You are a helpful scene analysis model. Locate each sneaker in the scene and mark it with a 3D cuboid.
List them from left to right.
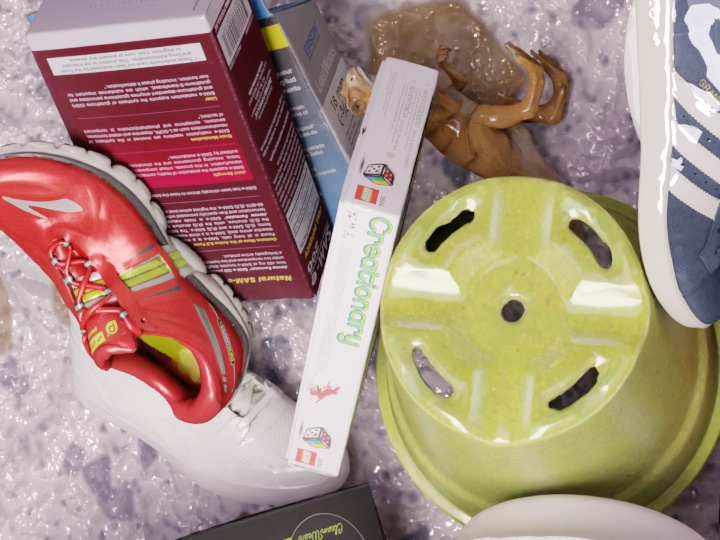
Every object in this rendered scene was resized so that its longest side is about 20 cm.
[{"bbox_3d":[-0.135,0.009,1.167,0.077,0.085,0.200,-29,120,35],"label":"sneaker"},{"bbox_3d":[-0.098,0.062,1.282,0.199,0.074,0.116,22,140,22],"label":"sneaker"},{"bbox_3d":[0.176,-0.062,0.987,0.084,0.075,0.201,5,120,22],"label":"sneaker"}]

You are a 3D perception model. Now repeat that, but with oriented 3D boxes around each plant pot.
[{"bbox_3d":[0.090,0.035,1.099,0.199,0.184,0.202,-2,77,10],"label":"plant pot"}]

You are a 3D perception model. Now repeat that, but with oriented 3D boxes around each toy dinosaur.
[{"bbox_3d":[0.083,-0.072,1.233,0.199,0.060,0.106,34,105,-5],"label":"toy dinosaur"}]

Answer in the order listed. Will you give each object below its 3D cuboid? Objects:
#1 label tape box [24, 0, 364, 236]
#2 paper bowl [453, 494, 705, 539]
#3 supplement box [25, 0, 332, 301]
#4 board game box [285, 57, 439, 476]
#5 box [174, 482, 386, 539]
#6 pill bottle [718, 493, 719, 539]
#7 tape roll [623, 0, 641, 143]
[{"bbox_3d":[-0.081,-0.099,1.242,0.143,0.063,0.201,-11,125,24],"label":"label tape box"},{"bbox_3d":[0.112,0.186,1.086,0.200,0.201,0.105,-4,57,24],"label":"paper bowl"},{"bbox_3d":[-0.095,-0.072,1.180,0.108,0.061,0.201,-3,131,19],"label":"supplement box"},{"bbox_3d":[0.000,0.000,1.175,0.034,0.127,0.201,14,133,2],"label":"board game box"},{"bbox_3d":[-0.087,0.214,1.233,0.200,0.148,0.125,-24,82,48],"label":"box"},{"bbox_3d":[0.246,0.106,1.133,0.109,0.109,0.201,4,93,24],"label":"pill bottle"},{"bbox_3d":[0.251,-0.107,1.107,0.202,0.139,0.204,1,93,24],"label":"tape roll"}]
